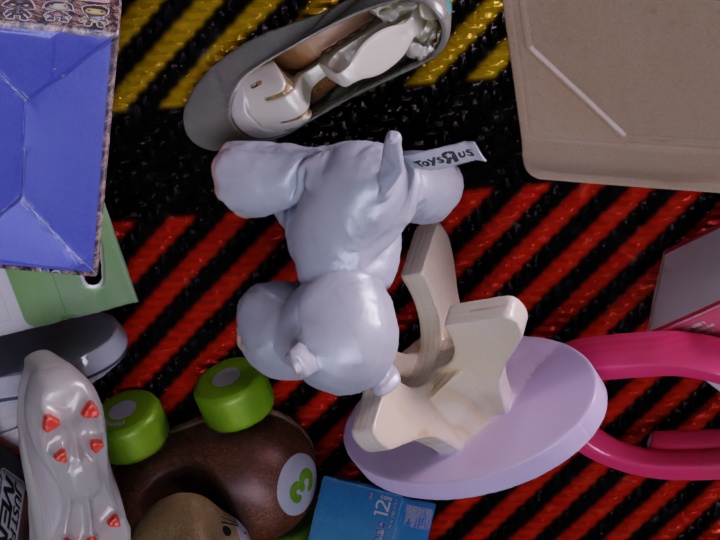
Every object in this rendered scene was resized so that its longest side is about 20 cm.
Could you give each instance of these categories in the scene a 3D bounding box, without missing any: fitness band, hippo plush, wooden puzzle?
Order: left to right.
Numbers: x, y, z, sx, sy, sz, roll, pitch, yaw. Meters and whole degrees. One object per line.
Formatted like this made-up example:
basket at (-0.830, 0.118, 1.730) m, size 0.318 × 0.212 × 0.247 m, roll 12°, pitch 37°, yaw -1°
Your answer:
hippo plush at (0.000, 0.000, 1.318) m, size 0.159 × 0.200 × 0.161 m, roll 4°, pitch 88°, yaw -45°
wooden puzzle at (0.185, -0.149, 1.321) m, size 0.184 × 0.037 × 0.201 m, roll 5°, pitch 122°, yaw 24°
fitness band at (0.218, 0.095, 1.444) m, size 0.200 × 0.037 × 0.144 m, roll -8°, pitch 137°, yaw 42°

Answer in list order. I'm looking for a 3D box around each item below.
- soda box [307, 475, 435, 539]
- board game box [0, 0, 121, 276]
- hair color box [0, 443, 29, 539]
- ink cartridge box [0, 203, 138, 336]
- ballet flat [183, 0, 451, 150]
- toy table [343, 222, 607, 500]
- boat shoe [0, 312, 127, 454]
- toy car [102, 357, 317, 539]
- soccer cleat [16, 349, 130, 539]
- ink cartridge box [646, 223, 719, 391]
soda box at (-0.009, 0.253, 1.458) m, size 0.068 × 0.064 × 0.201 m, roll 11°, pitch 84°, yaw 27°
board game box at (-0.197, -0.117, 1.235) m, size 0.097 × 0.200 × 0.160 m, roll 5°, pitch 119°, yaw -8°
hair color box at (-0.246, 0.195, 1.425) m, size 0.061 × 0.102 × 0.200 m, roll -10°, pitch 148°, yaw 22°
ink cartridge box at (-0.260, -0.011, 1.373) m, size 0.199 × 0.059 × 0.104 m, roll -13°, pitch 121°, yaw 2°
ballet flat at (-0.030, -0.130, 1.324) m, size 0.200 × 0.064 × 0.067 m, roll -29°, pitch 119°, yaw 11°
toy table at (0.055, 0.071, 1.396) m, size 0.200 × 0.184 × 0.117 m, roll -19°, pitch 130°, yaw 24°
boat shoe at (-0.243, 0.099, 1.431) m, size 0.201 × 0.075 × 0.086 m, roll -22°, pitch 120°, yaw 10°
toy car at (-0.102, 0.191, 1.426) m, size 0.157 × 0.200 × 0.165 m, roll -18°, pitch 121°, yaw 5°
soccer cleat at (-0.196, 0.146, 1.376) m, size 0.069 × 0.078 × 0.201 m, roll -11°, pitch 121°, yaw -20°
ink cartridge box at (0.324, 0.044, 1.421) m, size 0.200 × 0.085 × 0.145 m, roll 35°, pitch 141°, yaw -23°
